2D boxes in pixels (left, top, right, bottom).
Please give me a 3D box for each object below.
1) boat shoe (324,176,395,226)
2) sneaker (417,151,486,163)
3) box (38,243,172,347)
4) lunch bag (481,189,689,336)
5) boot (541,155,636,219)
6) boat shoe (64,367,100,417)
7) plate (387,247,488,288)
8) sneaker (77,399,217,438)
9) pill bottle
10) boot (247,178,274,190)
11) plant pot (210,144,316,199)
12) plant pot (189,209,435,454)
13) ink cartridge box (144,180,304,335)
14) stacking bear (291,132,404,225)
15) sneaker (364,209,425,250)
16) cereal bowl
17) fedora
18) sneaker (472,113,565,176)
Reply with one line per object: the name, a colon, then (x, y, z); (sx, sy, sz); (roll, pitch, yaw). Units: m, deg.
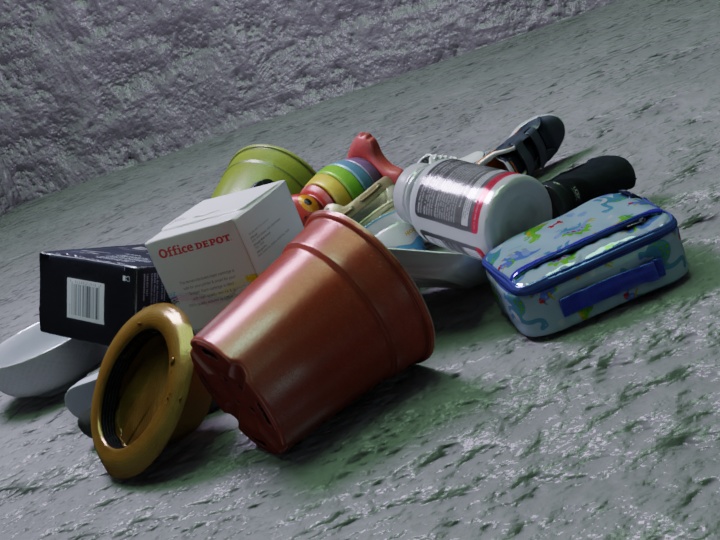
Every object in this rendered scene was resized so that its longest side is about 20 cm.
boat shoe: (-0.029, -0.060, 1.485); (0.199, 0.065, 0.071); (-31, -10, -13)
sneaker: (0.136, -0.166, 1.794); (0.199, 0.071, 0.073); (-31, 19, -28)
box: (-0.306, 0.033, 1.480); (0.196, 0.118, 0.199); (8, 9, 36)
lunch bag: (0.243, -0.009, 1.155); (0.199, 0.083, 0.161); (-23, 19, -1)
boot: (0.246, -0.083, 1.396); (0.168, 0.077, 0.200); (-21, -3, -40)
boat shoe: (-0.294, 0.140, 1.396); (0.199, 0.071, 0.070); (-22, 18, 25)
plate: (0.051, -0.002, 1.276); (0.198, 0.033, 0.200); (4, -4, 20)
sneaker: (-0.259, 0.142, 1.297); (0.199, 0.091, 0.076); (-21, 18, 7)
pill bottle: (0.130, -0.078, 1.311); (0.110, 0.111, 0.200); (-30, 29, -26)
boot: (-0.152, -0.032, 1.523); (0.067, 0.201, 0.130); (-20, 17, -33)
plant pot: (-0.174, -0.066, 1.712); (0.199, 0.201, 0.193); (-9, 33, 37)
plant pot: (-0.060, 0.073, 1.112); (0.195, 0.201, 0.200); (-38, 22, -24)
ink cartridge box: (-0.149, 0.009, 1.377); (0.146, 0.201, 0.145); (-12, 19, 29)
stacking bear: (-0.042, -0.100, 1.577); (0.200, 0.122, 0.114); (-32, -15, -35)
sneaker: (0.000, 0.000, 1.439); (0.200, 0.081, 0.076); (-37, -9, 30)
cereal bowl: (-0.458, 0.131, 1.596); (0.199, 0.084, 0.200); (-20, 16, 6)
fedora: (-0.225, 0.139, 1.198); (0.082, 0.202, 0.200); (22, -17, -41)
sneaker: (0.251, -0.177, 1.676); (0.200, 0.079, 0.079); (-36, 14, -8)
